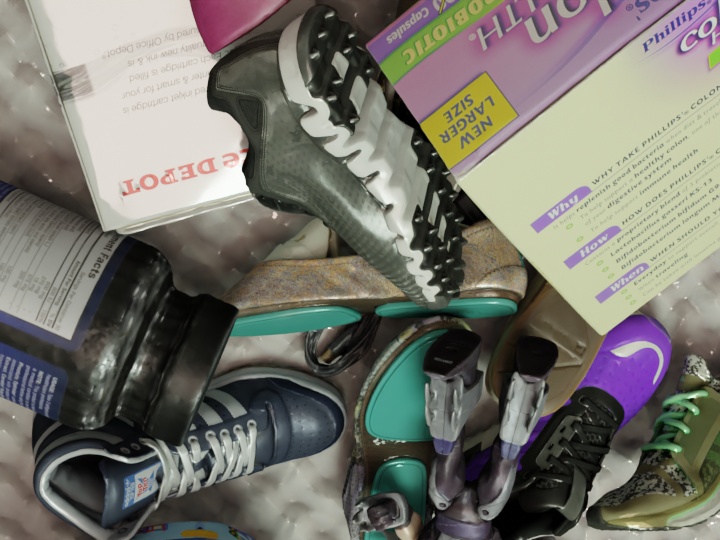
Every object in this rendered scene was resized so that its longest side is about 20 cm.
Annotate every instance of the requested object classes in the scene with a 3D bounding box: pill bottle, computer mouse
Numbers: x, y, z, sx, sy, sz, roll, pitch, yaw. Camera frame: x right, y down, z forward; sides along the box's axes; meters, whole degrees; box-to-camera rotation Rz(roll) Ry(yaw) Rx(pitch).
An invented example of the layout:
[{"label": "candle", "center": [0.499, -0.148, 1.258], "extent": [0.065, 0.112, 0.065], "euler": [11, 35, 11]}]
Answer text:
[{"label": "pill bottle", "center": [-0.175, 0.021, 0.742], "extent": [0.199, 0.112, 0.112], "euler": [24, 107, -3]}, {"label": "computer mouse", "center": [0.044, -0.001, 0.826], "extent": [0.200, 0.034, 0.059], "euler": [-36, 89, 15]}]

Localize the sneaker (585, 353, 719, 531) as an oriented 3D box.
[{"label": "sneaker", "center": [0.213, 0.101, 0.852], "extent": [0.199, 0.077, 0.089], "euler": [-26, 93, -28]}]

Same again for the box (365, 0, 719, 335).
[{"label": "box", "center": [0.132, -0.086, 0.647], "extent": [0.176, 0.097, 0.200], "euler": [-38, 145, 10]}]

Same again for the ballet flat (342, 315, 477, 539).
[{"label": "ballet flat", "center": [0.024, 0.095, 0.833], "extent": [0.072, 0.072, 0.201], "euler": [5, 124, -9]}]

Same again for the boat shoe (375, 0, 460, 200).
[{"label": "boat shoe", "center": [0.041, -0.091, 0.725], "extent": [0.071, 0.060, 0.200], "euler": [11, 144, 1]}]

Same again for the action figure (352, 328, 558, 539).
[{"label": "action figure", "center": [0.062, 0.133, 0.777], "extent": [0.129, 0.069, 0.201], "euler": [9, 116, 6]}]

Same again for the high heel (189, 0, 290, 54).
[{"label": "high heel", "center": [0.015, -0.157, 0.643], "extent": [0.199, 0.067, 0.097], "euler": [-1, 95, 9]}]

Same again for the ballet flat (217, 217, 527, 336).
[{"label": "ballet flat", "center": [0.000, 0.000, 0.795], "extent": [0.199, 0.068, 0.068], "euler": [-5, 77, 9]}]

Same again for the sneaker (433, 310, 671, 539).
[{"label": "sneaker", "center": [0.130, 0.117, 0.843], "extent": [0.069, 0.100, 0.200], "euler": [40, 103, -22]}]

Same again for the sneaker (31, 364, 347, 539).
[{"label": "sneaker", "center": [-0.103, 0.112, 0.808], "extent": [0.199, 0.109, 0.071], "euler": [0, 112, -7]}]

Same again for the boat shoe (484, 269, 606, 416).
[{"label": "boat shoe", "center": [0.144, 0.002, 0.822], "extent": [0.072, 0.065, 0.200], "euler": [36, 86, -6]}]

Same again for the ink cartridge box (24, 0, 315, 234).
[{"label": "ink cartridge box", "center": [-0.098, -0.140, 0.722], "extent": [0.146, 0.083, 0.201], "euler": [-15, 113, -2]}]

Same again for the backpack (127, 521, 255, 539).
[{"label": "backpack", "center": [-0.119, 0.234, 0.821], "extent": [0.181, 0.135, 0.201], "euler": [-6, 125, -3]}]

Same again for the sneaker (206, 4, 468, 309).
[{"label": "sneaker", "center": [-0.012, -0.051, 0.692], "extent": [0.090, 0.067, 0.200], "euler": [-6, 138, 30]}]
